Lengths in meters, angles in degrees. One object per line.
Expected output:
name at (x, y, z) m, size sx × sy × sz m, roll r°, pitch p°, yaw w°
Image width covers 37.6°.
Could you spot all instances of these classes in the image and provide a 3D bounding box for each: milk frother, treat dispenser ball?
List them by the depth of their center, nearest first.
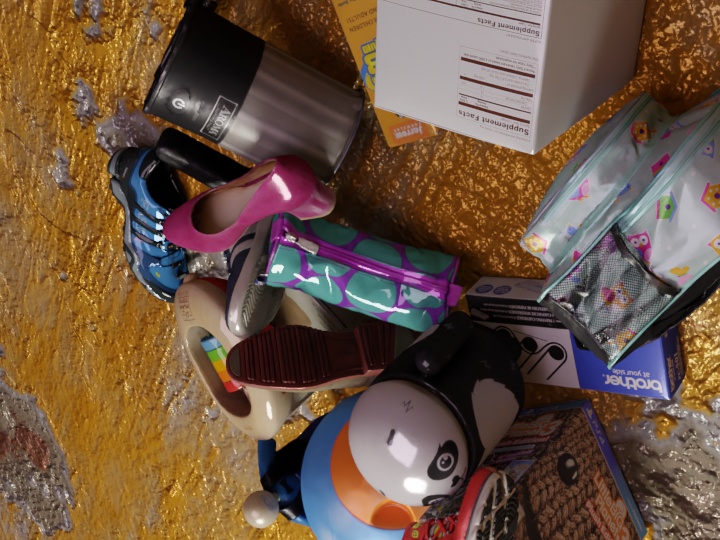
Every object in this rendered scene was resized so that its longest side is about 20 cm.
milk frother at (-0.105, -0.189, 1.057) m, size 0.186 × 0.202 × 0.180 m, roll 25°, pitch 151°, yaw -17°
treat dispenser ball at (0.035, 0.225, 1.124) m, size 0.199 × 0.200 × 0.204 m, roll 19°, pitch 126°, yaw 29°

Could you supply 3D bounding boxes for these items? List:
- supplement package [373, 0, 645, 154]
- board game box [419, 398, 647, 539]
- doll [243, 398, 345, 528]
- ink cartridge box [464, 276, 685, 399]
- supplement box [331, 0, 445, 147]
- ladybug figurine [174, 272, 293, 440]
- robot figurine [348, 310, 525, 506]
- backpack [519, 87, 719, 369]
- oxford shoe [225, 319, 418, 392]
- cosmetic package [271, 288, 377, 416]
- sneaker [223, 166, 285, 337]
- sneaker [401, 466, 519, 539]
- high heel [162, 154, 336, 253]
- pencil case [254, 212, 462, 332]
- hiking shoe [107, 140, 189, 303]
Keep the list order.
supplement package at (0.120, -0.228, 0.797) m, size 0.146 × 0.191 × 0.203 m, roll 21°, pitch 126°, yaw 29°
board game box at (0.173, 0.248, 1.025) m, size 0.096 × 0.200 × 0.161 m, roll -17°, pitch 104°, yaw 42°
doll at (-0.066, 0.224, 1.206) m, size 0.137 × 0.200 × 0.048 m, roll 52°, pitch 135°, yaw 1°
ink cartridge box at (0.200, 0.061, 1.003) m, size 0.198 × 0.044 × 0.095 m, roll 3°, pitch 118°, yaw 38°
supplement box at (0.030, -0.219, 0.964) m, size 0.066 × 0.069 × 0.202 m, roll -10°, pitch 110°, yaw 44°
ladybug figurine at (-0.134, 0.088, 1.165) m, size 0.135 × 0.072 × 0.202 m, roll -8°, pitch 111°, yaw 53°
robot figurine at (0.076, 0.126, 0.972) m, size 0.124 × 0.200 × 0.152 m, roll -23°, pitch 101°, yaw 45°
backpack at (0.232, -0.050, 0.822) m, size 0.154 × 0.176 × 0.200 m, roll 49°, pitch 128°, yaw 1°
oxford shoe at (-0.039, 0.100, 1.090) m, size 0.197 × 0.071 × 0.075 m, roll -2°, pitch 152°, yaw -5°
cosmetic package at (-0.067, 0.077, 1.212) m, size 0.105 × 0.071 × 0.201 m, roll 45°, pitch 134°, yaw 8°
sneaker at (-0.123, -0.022, 1.124) m, size 0.083 × 0.203 × 0.075 m, roll 0°, pitch 150°, yaw 24°
sneaker at (0.074, 0.239, 0.909) m, size 0.084 × 0.077 × 0.202 m, roll 33°, pitch 130°, yaw 25°
high heel at (-0.126, -0.066, 0.995) m, size 0.197 × 0.096 × 0.068 m, roll -4°, pitch 70°, yaw 30°
pencil case at (0.000, 0.000, 1.055) m, size 0.197 × 0.086 × 0.092 m, roll 16°, pitch 170°, yaw -2°
hiking shoe at (-0.242, -0.053, 1.277) m, size 0.086 × 0.074 × 0.203 m, roll -1°, pitch 114°, yaw 40°
